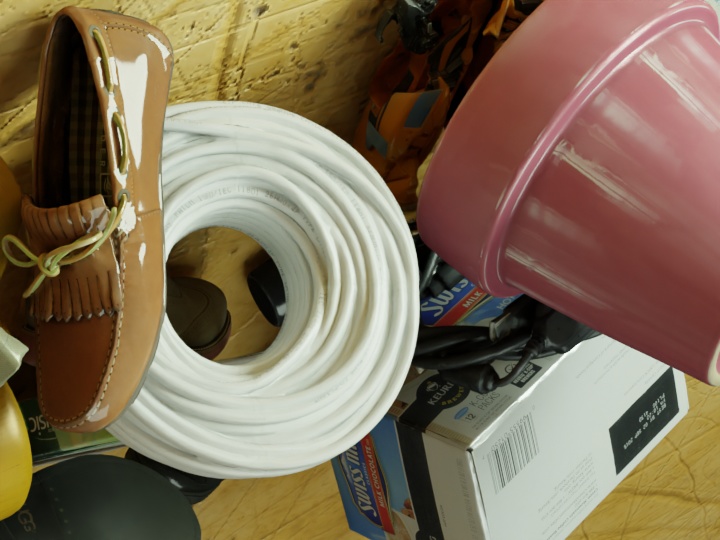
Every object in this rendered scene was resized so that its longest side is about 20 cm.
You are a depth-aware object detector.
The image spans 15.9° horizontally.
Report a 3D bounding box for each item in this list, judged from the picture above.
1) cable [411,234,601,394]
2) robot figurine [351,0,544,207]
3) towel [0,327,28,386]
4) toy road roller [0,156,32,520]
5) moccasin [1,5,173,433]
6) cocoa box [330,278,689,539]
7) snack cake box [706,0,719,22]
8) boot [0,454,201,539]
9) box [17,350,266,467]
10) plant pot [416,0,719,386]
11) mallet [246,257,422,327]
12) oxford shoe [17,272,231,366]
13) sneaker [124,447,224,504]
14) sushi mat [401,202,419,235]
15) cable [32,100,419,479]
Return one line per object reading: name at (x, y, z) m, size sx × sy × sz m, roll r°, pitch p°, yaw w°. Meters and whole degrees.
cable at (0.083, 0.010, 1.544) m, size 0.200 × 0.163 × 0.051 m, roll -43°, pitch 126°, yaw -44°
robot figurine at (0.070, -0.125, 1.437) m, size 0.145 × 0.058 × 0.200 m, roll -20°, pitch 152°, yaw -34°
towel at (-0.281, 0.044, 1.173) m, size 0.193 × 0.200 × 0.035 m, roll -46°, pitch -164°, yaw 17°
toy road roller at (-0.220, 0.046, 1.255) m, size 0.123 × 0.146 × 0.200 m, roll -23°, pitch 153°, yaw -36°
moccasin at (-0.131, -0.024, 1.224) m, size 0.078 × 0.074 × 0.201 m, roll 7°, pitch 91°, yaw -52°
cocoa box at (0.088, 0.079, 1.599) m, size 0.200 × 0.131 × 0.133 m, roll -41°, pitch 135°, yaw -31°
snack cake box at (0.261, -0.144, 1.645) m, size 0.200 × 0.067 × 0.115 m, roll -40°, pitch 157°, yaw 11°
boot at (-0.210, 0.180, 1.498) m, size 0.200 × 0.069 × 0.174 m, roll 2°, pitch 145°, yaw -34°
box at (-0.147, 0.084, 1.451) m, size 0.200 × 0.036 × 0.144 m, roll -18°, pitch 173°, yaw 43°
plant pot at (0.160, -0.041, 1.395) m, size 0.200 × 0.179 × 0.200 m, roll -42°, pitch 157°, yaw -22°
mallet at (0.000, 0.000, 1.488) m, size 0.066 × 0.041 × 0.200 m, roll -33°, pitch -169°, yaw -24°
oxford shoe at (-0.120, 0.012, 1.430) m, size 0.200 × 0.070 × 0.075 m, roll -13°, pitch 113°, yaw -70°
sneaker at (-0.060, 0.089, 1.663) m, size 0.104 × 0.060 × 0.200 m, roll -48°, pitch 158°, yaw 29°
sushi mat at (0.047, -0.038, 1.524) m, size 0.096 × 0.012 × 0.200 m, roll -6°, pitch -172°, yaw 34°
cable at (-0.069, 0.011, 1.332) m, size 0.200 × 0.200 × 0.069 m, roll -6°, pitch 169°, yaw -22°
